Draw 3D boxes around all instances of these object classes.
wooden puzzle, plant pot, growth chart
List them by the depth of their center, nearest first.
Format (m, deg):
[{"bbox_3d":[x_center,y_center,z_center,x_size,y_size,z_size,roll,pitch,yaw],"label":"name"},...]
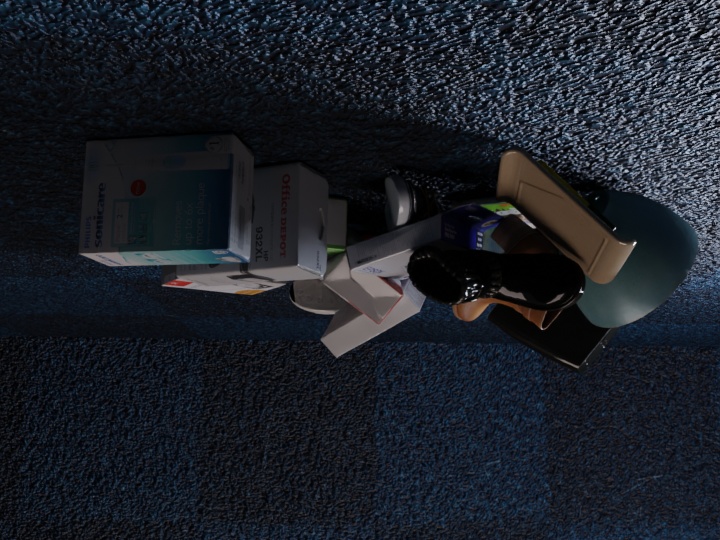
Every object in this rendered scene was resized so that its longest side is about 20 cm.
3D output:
[{"bbox_3d":[0.267,-0.073,1.202,0.200,0.037,0.185,41,172,15],"label":"wooden puzzle"},{"bbox_3d":[0.367,-0.038,1.330,0.135,0.201,0.199,42,153,-18],"label":"plant pot"},{"bbox_3d":[0.246,-0.092,1.439,0.144,0.018,0.199,-8,166,42],"label":"growth chart"},{"bbox_3d":[0.369,0.073,1.639,0.177,0.201,0.199,39,-177,19],"label":"plant pot"}]

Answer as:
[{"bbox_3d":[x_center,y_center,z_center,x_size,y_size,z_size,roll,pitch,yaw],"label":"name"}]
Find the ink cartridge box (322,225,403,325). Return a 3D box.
[{"bbox_3d":[0.000,0.000,1.487,0.116,0.068,0.200,38,-168,-12],"label":"ink cartridge box"}]

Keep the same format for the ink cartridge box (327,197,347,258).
[{"bbox_3d":[-0.122,-0.059,1.448,0.144,0.085,0.200,5,169,-21],"label":"ink cartridge box"}]

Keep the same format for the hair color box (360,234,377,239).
[{"bbox_3d":[-0.066,-0.030,1.673,0.197,0.062,0.102,1,170,-8],"label":"hair color box"}]

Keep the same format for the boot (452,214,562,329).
[{"bbox_3d":[0.226,0.037,1.365,0.073,0.155,0.201,-5,133,-40],"label":"boot"}]

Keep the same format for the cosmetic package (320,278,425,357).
[{"bbox_3d":[0.026,0.072,1.560,0.199,0.051,0.083,-32,-165,35],"label":"cosmetic package"}]

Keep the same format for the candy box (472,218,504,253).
[{"bbox_3d":[0.165,-0.039,1.529,0.197,0.073,0.168,4,172,13],"label":"candy box"}]

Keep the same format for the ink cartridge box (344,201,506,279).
[{"bbox_3d":[0.106,-0.037,1.340,0.198,0.041,0.199,-20,167,23],"label":"ink cartridge box"}]

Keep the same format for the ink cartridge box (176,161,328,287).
[{"bbox_3d":[-0.151,-0.061,1.270,0.198,0.147,0.084,-4,168,25],"label":"ink cartridge box"}]

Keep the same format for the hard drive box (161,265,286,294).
[{"bbox_3d":[-0.264,-0.009,1.762,0.198,0.078,0.155,7,167,-31],"label":"hard drive box"}]

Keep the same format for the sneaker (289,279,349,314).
[{"bbox_3d":[-0.034,0.053,1.719,0.197,0.082,0.147,-6,165,-5],"label":"sneaker"}]

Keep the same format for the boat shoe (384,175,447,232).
[{"bbox_3d":[0.084,-0.095,1.317,0.090,0.072,0.200,-12,169,-2],"label":"boat shoe"}]

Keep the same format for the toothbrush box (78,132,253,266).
[{"bbox_3d":[-0.240,-0.086,1.141,0.197,0.149,0.085,-1,169,13],"label":"toothbrush box"}]

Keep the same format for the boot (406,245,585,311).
[{"bbox_3d":[0.183,0.011,1.243,0.209,0.081,0.157,5,-179,35],"label":"boot"}]
